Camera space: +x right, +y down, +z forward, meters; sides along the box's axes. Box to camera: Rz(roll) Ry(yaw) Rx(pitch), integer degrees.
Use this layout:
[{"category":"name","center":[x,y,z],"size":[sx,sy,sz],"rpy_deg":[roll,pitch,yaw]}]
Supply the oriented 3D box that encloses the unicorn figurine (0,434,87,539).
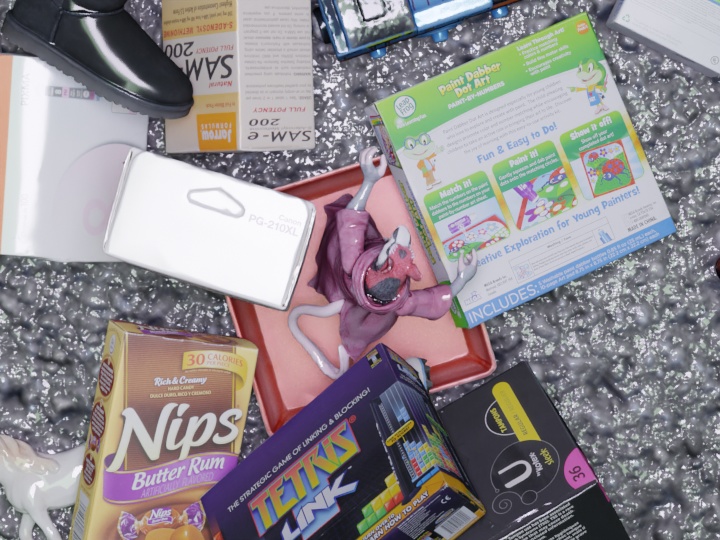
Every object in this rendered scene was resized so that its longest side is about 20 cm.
[{"category":"unicorn figurine","center":[-0.251,0.183,1.635],"size":[0.199,0.074,0.138],"rpy_deg":[-20,97,-19]}]

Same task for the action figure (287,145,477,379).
[{"category":"action figure","center":[0.000,0.000,1.519],"size":[0.149,0.200,0.134],"rpy_deg":[-45,98,-4]}]

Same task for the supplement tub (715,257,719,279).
[{"category":"supplement tub","center":[0.390,-0.039,1.604],"size":[0.107,0.107,0.200],"rpy_deg":[43,93,-3]}]

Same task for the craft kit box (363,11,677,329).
[{"category":"craft kit box","center":[0.131,-0.082,1.611],"size":[0.199,0.048,0.199],"rpy_deg":[-23,96,-13]}]

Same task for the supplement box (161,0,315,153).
[{"category":"supplement box","center":[-0.100,-0.194,1.574],"size":[0.073,0.126,0.201],"rpy_deg":[-4,93,-34]}]

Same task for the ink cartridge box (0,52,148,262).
[{"category":"ink cartridge box","center":[-0.260,-0.090,1.569],"size":[0.057,0.199,0.164],"rpy_deg":[7,95,42]}]

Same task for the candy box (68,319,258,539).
[{"category":"candy box","center":[-0.160,0.147,1.588],"size":[0.116,0.056,0.201],"rpy_deg":[8,96,-23]}]

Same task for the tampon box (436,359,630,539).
[{"category":"tampon box","center":[0.136,0.204,1.553],"size":[0.126,0.150,0.200],"rpy_deg":[-30,131,1]}]

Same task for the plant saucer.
[{"category":"plant saucer","center":[-0.009,0.017,1.640],"size":[0.199,0.037,0.201],"rpy_deg":[-17,93,1]}]

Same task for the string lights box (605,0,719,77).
[{"category":"string lights box","center":[0.291,-0.270,1.613],"size":[0.102,0.059,0.201],"rpy_deg":[26,93,-2]}]

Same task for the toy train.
[{"category":"toy train","center":[0.054,-0.227,1.586],"size":[0.199,0.114,0.087],"rpy_deg":[-18,94,1]}]

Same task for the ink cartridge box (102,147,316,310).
[{"category":"ink cartridge box","center":[-0.112,-0.027,1.516],"size":[0.144,0.200,0.085],"rpy_deg":[17,88,-1]}]

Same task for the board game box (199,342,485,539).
[{"category":"board game box","center":[-0.018,0.178,1.502],"size":[0.200,0.166,0.057],"rpy_deg":[-42,131,12]}]

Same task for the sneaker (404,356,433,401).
[{"category":"sneaker","center":[0.006,0.158,1.610],"size":[0.072,0.072,0.201],"rpy_deg":[16,113,-18]}]

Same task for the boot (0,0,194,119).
[{"category":"boot","center":[-0.169,-0.233,1.506],"size":[0.164,0.066,0.201],"rpy_deg":[26,115,-4]}]
